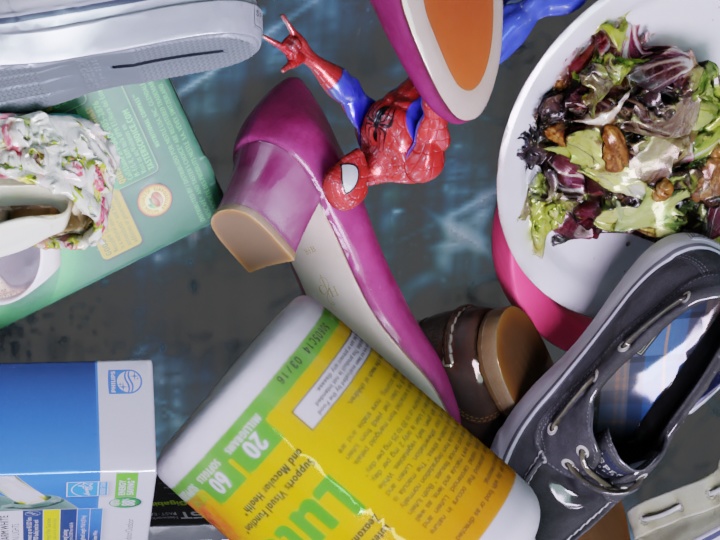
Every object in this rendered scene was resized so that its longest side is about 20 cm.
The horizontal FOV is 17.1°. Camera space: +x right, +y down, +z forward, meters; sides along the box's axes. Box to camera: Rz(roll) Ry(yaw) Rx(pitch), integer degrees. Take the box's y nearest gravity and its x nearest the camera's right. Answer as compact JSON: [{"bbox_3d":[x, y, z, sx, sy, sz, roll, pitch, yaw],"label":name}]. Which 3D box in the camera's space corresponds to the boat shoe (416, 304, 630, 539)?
[{"bbox_3d":[0.083,0.100,1.271,0.070,0.070,0.200,-10,120,30],"label":"boat shoe"}]

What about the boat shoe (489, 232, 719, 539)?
[{"bbox_3d":[0.127,0.076,1.181,0.070,0.066,0.200,29,108,-22],"label":"boat shoe"}]

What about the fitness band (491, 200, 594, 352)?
[{"bbox_3d":[0.151,-0.047,1.243,0.143,0.037,0.200,22,104,-24],"label":"fitness band"}]

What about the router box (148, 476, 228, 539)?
[{"bbox_3d":[-0.078,0.182,1.245,0.199,0.062,0.150,0,114,-20],"label":"router box"}]

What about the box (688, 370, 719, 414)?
[{"bbox_3d":[0.245,0.008,1.247,0.200,0.122,0.048,-44,98,3],"label":"box"}]

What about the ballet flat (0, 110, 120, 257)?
[{"bbox_3d":[-0.200,-0.033,1.045,0.199,0.064,0.076,-6,146,-15],"label":"ballet flat"}]

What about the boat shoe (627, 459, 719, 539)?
[{"bbox_3d":[0.210,0.112,1.244,0.072,0.062,0.200,-14,161,-48],"label":"boat shoe"}]

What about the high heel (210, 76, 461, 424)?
[{"bbox_3d":[0.000,0.000,1.188,0.200,0.067,0.096,47,47,-29],"label":"high heel"}]

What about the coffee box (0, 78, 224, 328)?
[{"bbox_3d":[-0.175,-0.038,1.121,0.200,0.044,0.123,-28,119,-7],"label":"coffee box"}]

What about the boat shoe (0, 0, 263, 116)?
[{"bbox_3d":[-0.145,-0.111,1.052,0.199,0.074,0.067,-8,74,-8],"label":"boat shoe"}]

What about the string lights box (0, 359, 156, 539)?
[{"bbox_3d":[-0.197,0.088,1.115,0.199,0.059,0.103,-2,155,-8],"label":"string lights box"}]

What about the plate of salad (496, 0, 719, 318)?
[{"bbox_3d":[0.162,-0.058,1.183,0.199,0.048,0.201,-11,123,-18],"label":"plate of salad"}]

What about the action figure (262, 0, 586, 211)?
[{"bbox_3d":[0.037,-0.119,1.124,0.200,0.065,0.099,-51,130,-9],"label":"action figure"}]

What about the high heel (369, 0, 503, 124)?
[{"bbox_3d":[0.002,-0.160,1.075,0.067,0.096,0.201,-17,96,-41],"label":"high heel"}]

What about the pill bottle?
[{"bbox_3d":[0.013,0.115,1.118,0.200,0.111,0.111,41,96,-2],"label":"pill bottle"}]
